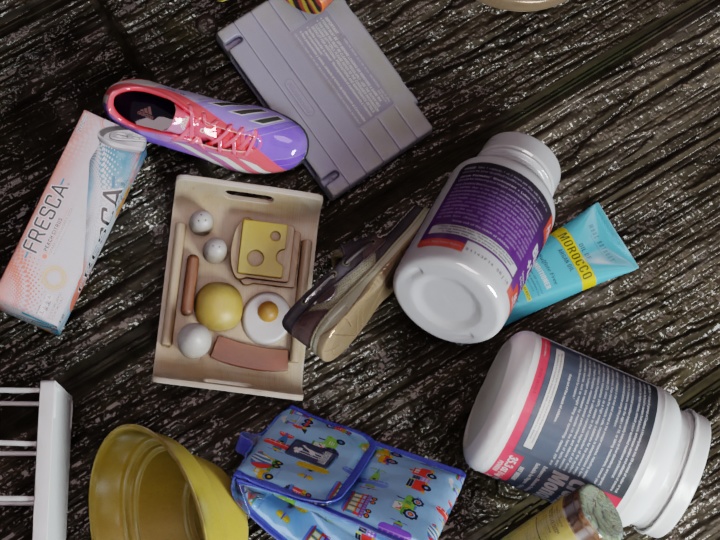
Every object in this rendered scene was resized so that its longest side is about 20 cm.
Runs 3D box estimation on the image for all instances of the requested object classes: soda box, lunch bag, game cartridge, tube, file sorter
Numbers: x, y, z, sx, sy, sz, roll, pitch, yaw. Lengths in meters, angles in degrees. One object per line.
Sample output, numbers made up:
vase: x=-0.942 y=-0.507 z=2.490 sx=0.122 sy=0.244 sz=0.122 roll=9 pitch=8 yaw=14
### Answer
soda box: x=-0.271 y=-0.044 z=1.504 sx=0.068 sy=0.064 sz=0.200 roll=24 pitch=78 yaw=-3
lunch bag: x=-0.025 y=0.203 z=1.451 sx=0.200 sy=0.151 sz=0.094 roll=29 pitch=116 yaw=4
game cartridge: x=-0.034 y=-0.184 z=1.578 sx=0.129 sy=0.038 sz=0.200 roll=-34 pitch=86 yaw=-16
tube: x=0.170 y=0.008 z=1.568 sx=0.200 sy=0.050 sz=0.078 roll=-27 pitch=82 yaw=-16
file sorter: x=-0.326 y=0.202 z=1.416 sx=0.124 sy=0.139 sz=0.201 roll=2 pitch=80 yaw=-4

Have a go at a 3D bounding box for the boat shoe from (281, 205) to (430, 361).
boat shoe: x=0.000 y=0.000 z=1.515 sx=0.065 sy=0.072 sz=0.200 roll=30 pitch=58 yaw=15

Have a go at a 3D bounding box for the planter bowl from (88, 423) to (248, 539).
planter bowl: x=-0.158 y=0.229 z=1.431 sx=0.083 sy=0.200 sz=0.201 roll=-9 pitch=80 yaw=-39

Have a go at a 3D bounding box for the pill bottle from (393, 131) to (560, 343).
pill bottle: x=0.117 y=-0.037 z=1.508 sx=0.111 sy=0.111 sz=0.200 roll=32 pitch=52 yaw=-1

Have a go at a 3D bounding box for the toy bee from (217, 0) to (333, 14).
toy bee: x=-0.100 y=-0.326 z=1.557 sx=0.131 sy=0.109 sz=0.200 roll=-25 pitch=89 yaw=-17

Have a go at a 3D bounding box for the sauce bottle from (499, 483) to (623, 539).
sauce bottle: x=0.148 y=0.269 z=1.458 sx=0.200 sy=0.065 sz=0.065 roll=-42 pitch=87 yaw=30

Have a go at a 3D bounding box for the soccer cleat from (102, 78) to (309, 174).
soccer cleat: x=-0.148 y=-0.135 z=1.521 sx=0.199 sy=0.073 sz=0.068 roll=16 pitch=96 yaw=0

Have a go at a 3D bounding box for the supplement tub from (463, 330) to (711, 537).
supplement tub: x=0.209 y=0.154 z=1.496 sx=0.199 sy=0.140 sz=0.141 roll=24 pitch=78 yaw=-3

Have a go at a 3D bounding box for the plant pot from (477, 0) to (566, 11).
plant pot: x=0.167 y=-0.369 z=1.608 sx=0.200 sy=0.093 sz=0.202 roll=1 pitch=81 yaw=-7

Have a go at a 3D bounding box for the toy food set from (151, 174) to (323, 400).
toy food set: x=-0.115 y=0.016 z=1.516 sx=0.143 sy=0.060 sz=0.201 roll=7 pitch=80 yaw=-6
